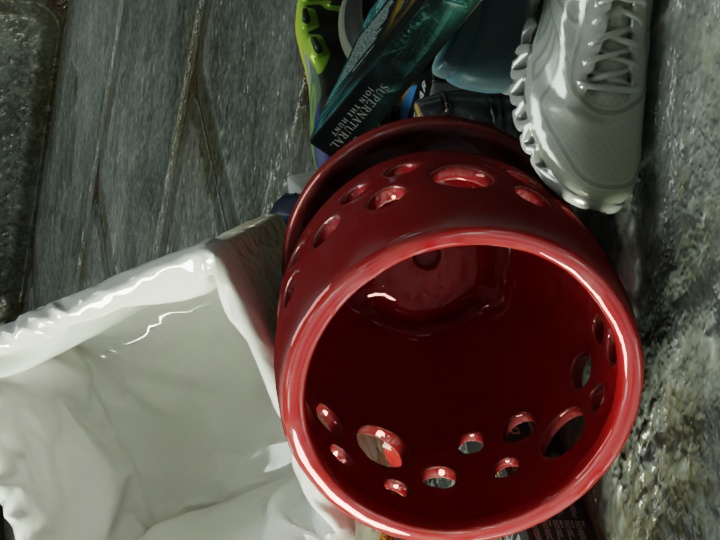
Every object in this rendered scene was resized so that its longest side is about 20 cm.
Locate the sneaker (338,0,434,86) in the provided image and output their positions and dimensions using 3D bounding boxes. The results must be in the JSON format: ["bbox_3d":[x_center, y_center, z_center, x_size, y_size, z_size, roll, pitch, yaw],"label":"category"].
[{"bbox_3d":[0.043,-0.214,1.486,0.107,0.074,0.201,115,176,-46],"label":"sneaker"}]

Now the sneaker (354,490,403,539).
[{"bbox_3d":[-0.006,0.151,1.543,0.200,0.091,0.076,-66,-30,-56],"label":"sneaker"}]

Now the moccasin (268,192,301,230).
[{"bbox_3d":[0.000,0.000,1.518,0.080,0.200,0.068,19,69,35],"label":"moccasin"}]

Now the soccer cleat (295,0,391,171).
[{"bbox_3d":[-0.013,-0.127,1.582,0.084,0.064,0.201,98,168,-51],"label":"soccer cleat"}]

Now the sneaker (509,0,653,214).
[{"bbox_3d":[0.129,-0.132,1.260,0.081,0.075,0.202,146,126,-60],"label":"sneaker"}]

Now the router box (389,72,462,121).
[{"bbox_3d":[0.039,-0.096,1.603,0.150,0.051,0.201,-104,21,-48],"label":"router box"}]

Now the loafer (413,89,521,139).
[{"bbox_3d":[0.057,-0.023,1.486,0.073,0.072,0.202,-139,53,-69],"label":"loafer"}]

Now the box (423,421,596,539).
[{"bbox_3d":[0.085,0.168,1.397,0.201,0.043,0.161,-107,25,-52],"label":"box"}]

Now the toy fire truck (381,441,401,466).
[{"bbox_3d":[-0.046,0.103,1.523,0.199,0.049,0.142,22,74,39],"label":"toy fire truck"}]

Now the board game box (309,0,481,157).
[{"bbox_3d":[0.047,-0.165,1.322,0.200,0.028,0.136,-47,14,44],"label":"board game box"}]

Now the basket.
[{"bbox_3d":[-0.112,0.090,1.390,0.201,0.197,0.161,65,-164,-6],"label":"basket"}]

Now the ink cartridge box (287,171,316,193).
[{"bbox_3d":[-0.022,0.025,1.711,0.176,0.044,0.202,-131,34,-78],"label":"ink cartridge box"}]

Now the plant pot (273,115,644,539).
[{"bbox_3d":[0.044,0.025,1.289,0.183,0.199,0.202,-107,25,-62],"label":"plant pot"}]

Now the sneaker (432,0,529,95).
[{"bbox_3d":[0.079,-0.211,1.425,0.074,0.081,0.202,171,102,-73],"label":"sneaker"}]
